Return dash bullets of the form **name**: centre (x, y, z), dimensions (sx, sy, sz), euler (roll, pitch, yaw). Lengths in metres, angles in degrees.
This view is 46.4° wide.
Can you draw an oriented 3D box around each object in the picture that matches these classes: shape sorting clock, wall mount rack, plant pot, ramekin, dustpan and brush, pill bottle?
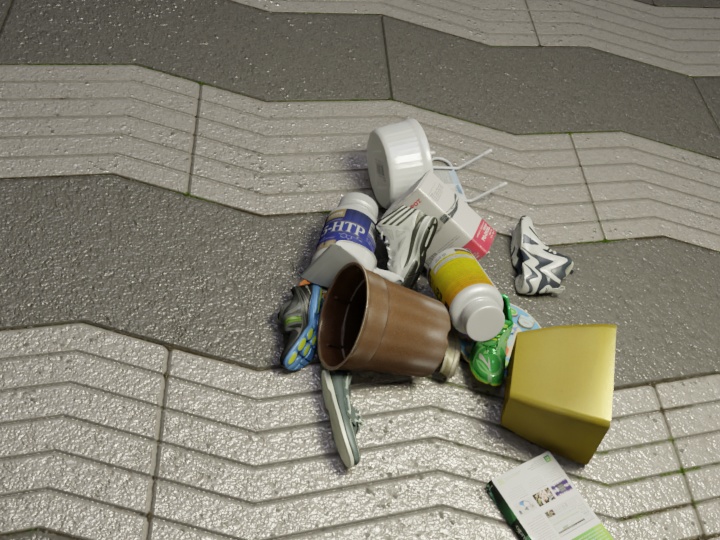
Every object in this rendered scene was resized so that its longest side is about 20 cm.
- **shape sorting clock**: centre (0.286, 0.136, 1.717), dimensions (0.197, 0.039, 0.202), euler (8, 48, -9)
- **wall mount rack**: centre (0.243, -0.223, 1.999), dimensions (0.171, 0.075, 0.202), euler (-2, 51, -17)
- **plant pot**: centre (0.048, 0.108, 1.569), dimensions (0.196, 0.201, 0.202), euler (17, 44, -25)
- **ramekin**: centre (0.084, -0.235, 1.887), dimensions (0.097, 0.202, 0.202), euler (-11, 52, -15)
- **dustpan and brush**: centre (0.000, 0.000, 1.633), dimensions (0.198, 0.139, 0.058), euler (26, 49, -21)
- **pill bottle**: centre (0.206, 0.048, 1.623), dimensions (0.108, 0.110, 0.201), euler (-1, 31, -16)
- **plant pot**: centre (0.359, 0.215, 1.553), dimensions (0.174, 0.201, 0.202), euler (10, 59, 8)
- **pill bottle**: centre (-0.025, -0.065, 1.753), dimensions (0.118, 0.120, 0.201), euler (16, 46, -1)

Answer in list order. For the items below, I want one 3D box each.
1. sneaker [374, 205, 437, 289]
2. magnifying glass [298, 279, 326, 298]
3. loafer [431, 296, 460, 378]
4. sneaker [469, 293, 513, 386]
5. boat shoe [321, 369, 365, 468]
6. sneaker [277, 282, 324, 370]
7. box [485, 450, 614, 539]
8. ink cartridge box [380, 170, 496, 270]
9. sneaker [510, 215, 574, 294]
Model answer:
- **sneaker**: centre (0.074, -0.040, 1.725), dimensions (0.115, 0.202, 0.075), euler (28, 19, 21)
- **magnifying glass**: centre (-0.041, 0.082, 1.687), dimensions (0.199, 0.023, 0.080), euler (33, 49, 15)
- **loafer**: centre (0.152, 0.131, 1.665), dimensions (0.067, 0.076, 0.201), euler (5, 39, -9)
- **sneaker**: centre (0.257, 0.131, 1.642), dimensions (0.073, 0.084, 0.202), euler (9, 54, 3)
- **boat shoe**: centre (-0.022, 0.258, 1.501), dimensions (0.061, 0.073, 0.201), euler (-6, 46, -15)
- **sneaker**: centre (-0.123, 0.109, 1.618), dimensions (0.082, 0.071, 0.201), euler (-2, 49, 15)
- **box**: centre (0.332, 0.430, 1.473), dimensions (0.143, 0.037, 0.201), euler (-16, 54, -27)
- **ink cartridge box**: centre (0.161, -0.089, 1.763), dimensions (0.200, 0.145, 0.085), euler (42, 43, -9)
- **sneaker**: centre (0.411, -0.029, 1.872), dimensions (0.128, 0.080, 0.201), euler (10, 48, -9)
